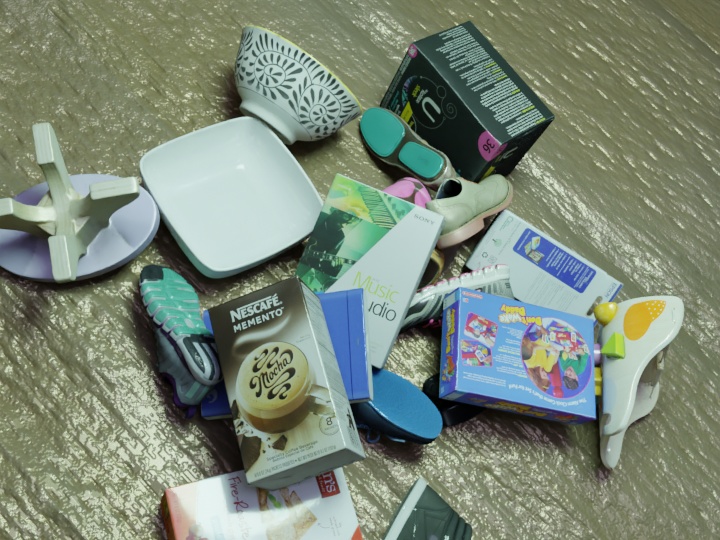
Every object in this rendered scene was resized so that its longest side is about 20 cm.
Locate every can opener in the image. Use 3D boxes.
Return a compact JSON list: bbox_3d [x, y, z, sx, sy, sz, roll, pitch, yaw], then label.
[{"bbox_3d":[0.168,0.126,1.106,0.200,0.079,0.063,-29,29,-26],"label":"can opener"}]

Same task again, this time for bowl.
[{"bbox_3d":[-0.106,-0.237,1.159,0.201,0.201,0.094,35,85,2],"label":"bowl"},{"bbox_3d":[-0.168,-0.087,1.095,0.200,0.075,0.200,-28,73,-30],"label":"bowl"}]

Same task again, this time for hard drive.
[{"bbox_3d":[-0.088,0.097,0.982,0.200,0.025,0.132,-8,67,12],"label":"hard drive"}]

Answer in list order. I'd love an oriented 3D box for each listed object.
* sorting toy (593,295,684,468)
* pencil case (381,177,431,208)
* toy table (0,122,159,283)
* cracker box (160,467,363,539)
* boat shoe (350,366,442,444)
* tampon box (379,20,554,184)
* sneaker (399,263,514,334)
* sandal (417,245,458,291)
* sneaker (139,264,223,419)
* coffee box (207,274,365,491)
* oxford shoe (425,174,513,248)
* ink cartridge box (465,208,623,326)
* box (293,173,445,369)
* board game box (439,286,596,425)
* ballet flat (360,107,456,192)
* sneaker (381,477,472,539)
[{"bbox_3d":[0.339,0.154,1.086,0.107,0.200,0.180,10,54,16],"label":"sorting toy"},{"bbox_3d":[0.021,-0.046,1.132,0.200,0.091,0.094,-37,84,-34],"label":"pencil case"},{"bbox_3d":[-0.340,-0.062,0.960,0.200,0.117,0.184,-23,78,-9],"label":"toy table"},{"bbox_3d":[-0.104,0.285,0.918,0.200,0.058,0.134,-9,66,-24],"label":"cracker box"},{"bbox_3d":[0.004,0.155,1.027,0.200,0.069,0.084,31,43,5],"label":"boat shoe"},{"bbox_3d":[0.153,-0.235,1.245,0.126,0.150,0.200,-29,74,-31],"label":"tampon box"},{"bbox_3d":[0.125,0.058,1.116,0.200,0.074,0.088,-19,81,-20],"label":"sneaker"},{"bbox_3d":[0.073,-0.005,1.109,0.054,0.080,0.200,23,26,34],"label":"sandal"},{"bbox_3d":[-0.227,0.078,0.989,0.074,0.088,0.200,13,30,-42],"label":"sneaker"},{"bbox_3d":[-0.082,0.122,0.911,0.113,0.080,0.200,-22,65,7],"label":"coffee box"},{"bbox_3d":[0.151,-0.101,1.147,0.074,0.071,0.200,62,36,-10],"label":"oxford shoe"},{"bbox_3d":[0.257,0.004,1.183,0.200,0.039,0.099,33,100,1],"label":"ink cartridge box"},{"bbox_3d":[0.000,0.000,1.020,0.144,0.036,0.200,22,90,9],"label":"box"},{"bbox_3d":[0.200,0.109,1.060,0.200,0.045,0.135,14,65,-18],"label":"board game box"},{"bbox_3d":[0.070,-0.170,1.223,0.067,0.068,0.200,31,14,-49],"label":"ballet flat"},{"bbox_3d":[0.061,0.336,0.938,0.099,0.071,0.200,32,52,6],"label":"sneaker"}]
